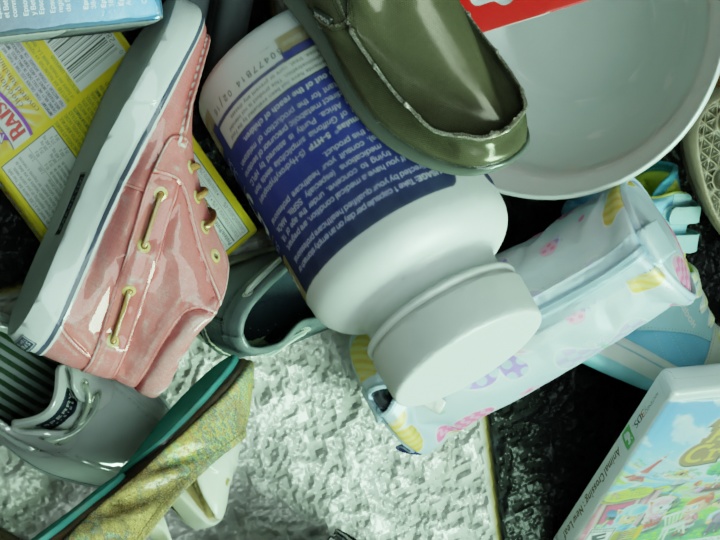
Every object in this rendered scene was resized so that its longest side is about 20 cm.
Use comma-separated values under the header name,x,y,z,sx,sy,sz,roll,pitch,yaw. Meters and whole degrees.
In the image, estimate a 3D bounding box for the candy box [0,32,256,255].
name,x,y,z,sx,sy,sz,roll,pitch,yaw
candy box,-0.149,-0.068,1.280,0.102,0.026,0.201,-39,114,-12

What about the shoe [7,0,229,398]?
name,x,y,z,sx,sy,sz,roll,pitch,yaw
shoe,-0.105,-0.036,1.243,0.091,0.071,0.201,25,85,-18

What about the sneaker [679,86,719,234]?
name,x,y,z,sx,sy,sz,roll,pitch,yaw
sneaker,0.233,-0.040,1.427,0.070,0.075,0.200,-46,126,-8

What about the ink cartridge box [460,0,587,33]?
name,x,y,z,sx,sy,sz,roll,pitch,yaw
ink cartridge box,0.047,-0.227,1.264,0.115,0.067,0.202,-15,93,20

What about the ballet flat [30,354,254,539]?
name,x,y,z,sx,sy,sz,roll,pitch,yaw
ballet flat,-0.108,0.123,1.249,0.200,0.070,0.071,-44,119,-41

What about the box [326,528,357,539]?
name,x,y,z,sx,sy,sz,roll,pitch,yaw
box,-0.038,0.245,1.318,0.047,0.193,0.201,32,86,10

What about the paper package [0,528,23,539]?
name,x,y,z,sx,sy,sz,roll,pitch,yaw
paper package,-0.197,0.258,1.283,0.190,0.103,0.201,32,87,-28

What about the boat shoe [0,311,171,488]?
name,x,y,z,sx,sy,sz,roll,pitch,yaw
boat shoe,-0.174,0.070,1.274,0.199,0.067,0.074,28,89,-28

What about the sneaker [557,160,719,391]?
name,x,y,z,sx,sy,sz,roll,pitch,yaw
sneaker,0.194,0.010,1.433,0.199,0.079,0.131,23,92,-29

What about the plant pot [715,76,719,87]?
name,x,y,z,sx,sy,sz,roll,pitch,yaw
plant pot,0.280,-0.166,1.403,0.199,0.140,0.202,-6,103,-26

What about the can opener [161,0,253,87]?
name,x,y,z,sx,sy,sz,roll,pitch,yaw
can opener,-0.077,-0.196,1.275,0.052,0.066,0.202,1,108,-28

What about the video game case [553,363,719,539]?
name,x,y,z,sx,sy,sz,roll,pitch,yaw
video game case,0.236,0.113,1.444,0.199,0.022,0.183,-4,143,-25

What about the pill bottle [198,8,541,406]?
name,x,y,z,sx,sy,sz,roll,pitch,yaw
pill bottle,0.009,-0.036,1.259,0.119,0.120,0.201,-24,70,-19

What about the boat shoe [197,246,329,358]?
name,x,y,z,sx,sy,sz,roll,pitch,yaw
boat shoe,0.000,0.000,1.346,0.199,0.062,0.073,-22,110,-20

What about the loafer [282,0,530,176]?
name,x,y,z,sx,sy,sz,roll,pitch,yaw
loafer,0.013,-0.132,1.201,0.075,0.070,0.200,-36,77,-29

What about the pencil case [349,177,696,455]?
name,x,y,z,sx,sy,sz,roll,pitch,yaw
pencil case,0.090,0.025,1.336,0.199,0.091,0.084,-30,74,16

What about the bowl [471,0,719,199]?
name,x,y,z,sx,sy,sz,roll,pitch,yaw
bowl,0.115,-0.142,1.334,0.199,0.090,0.203,2,95,18

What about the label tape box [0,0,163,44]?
name,x,y,z,sx,sy,sz,roll,pitch,yaw
label tape box,-0.209,-0.185,1.191,0.198,0.063,0.146,-8,94,-19
